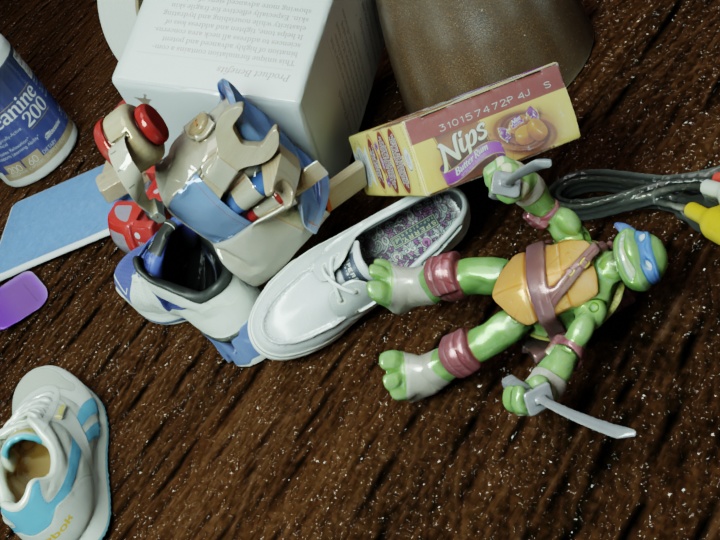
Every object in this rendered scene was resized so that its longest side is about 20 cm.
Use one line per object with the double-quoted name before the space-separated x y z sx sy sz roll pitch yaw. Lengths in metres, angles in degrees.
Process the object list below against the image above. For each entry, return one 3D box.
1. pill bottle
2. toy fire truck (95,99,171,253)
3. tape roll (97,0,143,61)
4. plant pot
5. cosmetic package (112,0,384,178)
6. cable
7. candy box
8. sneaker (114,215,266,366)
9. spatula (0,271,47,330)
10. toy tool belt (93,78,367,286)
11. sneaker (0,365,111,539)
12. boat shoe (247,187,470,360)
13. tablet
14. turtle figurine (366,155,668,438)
"pill bottle" -0.428 -0.203 1.163 0.110 0.201 0.112 -19 42 18
"toy fire truck" -0.217 -0.099 1.019 0.139 0.049 0.202 3 50 25
"tape roll" -0.186 -0.283 1.081 0.200 0.205 0.037 -15 18 21
"plant pot" 0.084 -0.256 0.867 0.185 0.201 0.189 -18 42 17
"cosmetic package" -0.086 -0.192 0.883 0.165 0.167 0.203 10 67 15
"cable" 0.221 -0.061 0.696 0.199 0.051 0.097 22 63 44
"candy box" 0.067 -0.098 0.746 0.115 0.057 0.200 -21 7 -8
"sneaker" -0.150 -0.004 0.842 0.198 0.116 0.081 21 62 45
"spatula" -0.394 0.079 0.999 0.200 0.021 0.056 -46 56 -10
"toy tool belt" -0.087 -0.085 0.752 0.122 0.200 0.126 -34 50 15
"sneaker" -0.250 0.135 0.801 0.076 0.081 0.200 -35 38 1
"boat shoe" 0.000 0.000 0.761 0.198 0.069 0.073 -28 83 -3
"tablet" -0.308 -0.062 1.088 0.198 0.014 0.131 -20 42 15
"turtle figurine" 0.082 0.013 0.630 0.192 0.145 0.200 -21 12 34
